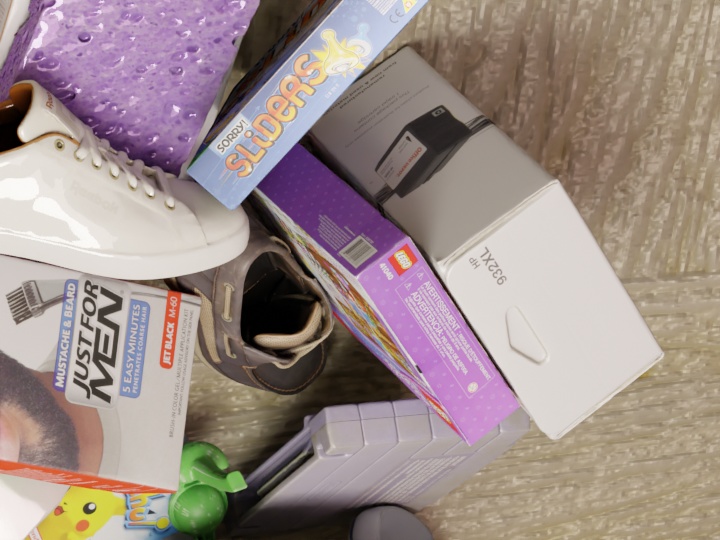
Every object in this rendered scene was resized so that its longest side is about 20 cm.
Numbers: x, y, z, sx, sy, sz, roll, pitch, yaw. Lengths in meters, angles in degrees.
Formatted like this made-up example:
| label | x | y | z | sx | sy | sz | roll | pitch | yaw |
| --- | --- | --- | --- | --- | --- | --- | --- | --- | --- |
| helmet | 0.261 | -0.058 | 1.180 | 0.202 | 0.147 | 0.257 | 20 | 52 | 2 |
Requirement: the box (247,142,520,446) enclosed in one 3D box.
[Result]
| label | x | y | z | sx | sy | sz | roll | pitch | yaw |
| --- | --- | --- | --- | --- | --- | --- | --- | --- | --- |
| box | 0.000 | 0.000 | 1.566 | 0.039 | 0.200 | 0.137 | -38 | 125 | -7 |

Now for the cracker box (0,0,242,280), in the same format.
| label | x | y | z | sx | sy | sz | roll | pitch | yaw |
| --- | --- | --- | --- | --- | --- | --- | --- | --- | --- |
| cracker box | -0.147 | -0.101 | 1.535 | 0.134 | 0.058 | 0.200 | 9 | 114 | -27 |

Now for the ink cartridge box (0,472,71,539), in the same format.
| label | x | y | z | sx | sy | sz | roll | pitch | yaw |
| --- | --- | --- | --- | --- | --- | --- | --- | --- | --- |
| ink cartridge box | -0.242 | 0.098 | 1.523 | 0.161 | 0.050 | 0.200 | 44 | 54 | -20 |

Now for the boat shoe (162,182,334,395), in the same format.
| label | x | y | z | sx | sy | sz | roll | pitch | yaw |
| --- | --- | --- | --- | --- | --- | --- | --- | --- | --- |
| boat shoe | -0.058 | 0.027 | 1.600 | 0.075 | 0.073 | 0.200 | -48 | 149 | -8 |

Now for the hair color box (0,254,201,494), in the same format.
| label | x | y | z | sx | sy | sz | roll | pitch | yaw |
| --- | --- | --- | --- | --- | --- | --- | --- | --- | --- |
| hair color box | -0.190 | 0.051 | 1.505 | 0.200 | 0.064 | 0.111 | 12 | 78 | -29 |

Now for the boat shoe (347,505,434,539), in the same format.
| label | x | y | z | sx | sy | sz | roll | pitch | yaw |
| --- | --- | --- | --- | --- | --- | --- | --- | --- | --- |
| boat shoe | 0.018 | 0.213 | 1.766 | 0.086 | 0.075 | 0.202 | -11 | 146 | 21 |

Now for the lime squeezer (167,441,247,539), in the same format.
| label | x | y | z | sx | sy | sz | roll | pitch | yaw |
| --- | --- | --- | --- | --- | --- | --- | --- | --- | --- |
| lime squeezer | -0.085 | 0.141 | 1.652 | 0.038 | 0.071 | 0.200 | -34 | 157 | -24 |

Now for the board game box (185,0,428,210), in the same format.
| label | x | y | z | sx | sy | sz | roll | pitch | yaw |
| --- | --- | --- | --- | --- | --- | --- | --- | --- | --- |
| board game box | -0.005 | -0.132 | 1.481 | 0.034 | 0.135 | 0.200 | 41 | 112 | -8 |

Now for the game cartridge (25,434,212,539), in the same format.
| label | x | y | z | sx | sy | sz | roll | pitch | yaw |
| --- | --- | --- | --- | --- | --- | --- | --- | --- | --- |
| game cartridge | -0.162 | 0.128 | 1.668 | 0.133 | 0.040 | 0.200 | -27 | 124 | -12 |

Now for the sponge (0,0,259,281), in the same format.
| label | x | y | z | sx | sy | sz | roll | pitch | yaw |
| --- | --- | --- | --- | --- | --- | --- | --- | --- | --- |
| sponge | -0.134 | -0.096 | 1.490 | 0.112 | 0.030 | 0.200 | 16 | 110 | -29 |

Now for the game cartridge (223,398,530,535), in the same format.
| label | x | y | z | sx | sy | sz | roll | pitch | yaw |
| --- | --- | --- | --- | --- | --- | --- | --- | --- | --- |
| game cartridge | 0.007 | 0.112 | 1.661 | 0.130 | 0.038 | 0.200 | -8 | 164 | -23 |

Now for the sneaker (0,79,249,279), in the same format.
| label | x | y | z | sx | sy | sz | roll | pitch | yaw |
| --- | --- | --- | --- | --- | --- | --- | --- | --- | --- |
| sneaker | -0.144 | -0.049 | 1.449 | 0.200 | 0.073 | 0.085 | 6 | 117 | -24 |

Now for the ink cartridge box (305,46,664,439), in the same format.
| label | x | y | z | sx | sy | sz | roll | pitch | yaw |
| --- | --- | --- | --- | --- | --- | --- | --- | --- | --- |
| ink cartridge box | 0.067 | -0.018 | 1.584 | 0.084 | 0.200 | 0.145 | -37 | 125 | -3 |
